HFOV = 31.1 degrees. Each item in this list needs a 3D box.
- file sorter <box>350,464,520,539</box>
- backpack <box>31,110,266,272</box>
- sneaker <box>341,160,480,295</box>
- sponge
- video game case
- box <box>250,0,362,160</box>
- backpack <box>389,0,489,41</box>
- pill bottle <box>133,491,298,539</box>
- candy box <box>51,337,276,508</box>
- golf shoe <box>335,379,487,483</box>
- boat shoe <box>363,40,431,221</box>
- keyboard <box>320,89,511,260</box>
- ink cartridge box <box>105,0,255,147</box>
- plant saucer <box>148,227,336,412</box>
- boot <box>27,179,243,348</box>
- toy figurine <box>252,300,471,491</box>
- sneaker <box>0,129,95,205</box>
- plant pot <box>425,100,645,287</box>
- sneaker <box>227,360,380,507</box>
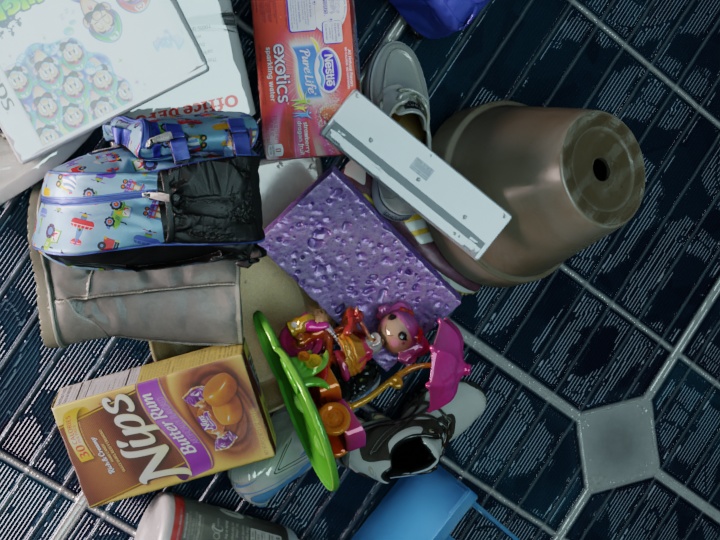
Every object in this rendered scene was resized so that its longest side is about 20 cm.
[{"bbox_3d":[0.068,0.326,1.395,0.123,0.139,0.200,41,84,-21],"label":"file sorter"},{"bbox_3d":[-0.197,-0.070,1.161,0.199,0.183,0.136,-6,100,-15],"label":"backpack"},{"bbox_3d":[0.065,-0.054,1.376,0.200,0.075,0.090,36,90,-19],"label":"sneaker"},{"bbox_3d":[0.000,0.000,1.331,0.111,0.030,0.200,-41,107,13],"label":"sponge"},{"bbox_3d":[-0.267,-0.224,1.196,0.199,0.024,0.183,-27,102,-4],"label":"video game case"},{"bbox_3d":[-0.051,-0.214,1.296,0.099,0.095,0.202,-4,99,4],"label":"box"},{"bbox_3d":[0.075,-0.363,1.293,0.200,0.168,0.163,44,72,-16],"label":"backpack"},{"bbox_3d":[-0.131,0.310,1.342,0.199,0.114,0.115,20,91,-19],"label":"pill bottle"},{"bbox_3d":[-0.195,0.153,1.302,0.199,0.057,0.117,-16,107,3],"label":"candy box"},{"bbox_3d":[0.070,0.179,1.378,0.199,0.094,0.078,-19,123,-31],"label":"golf shoe"},{"bbox_3d":[0.046,-0.154,1.322,0.070,0.070,0.201,11,65,-20],"label":"boat shoe"},{"bbox_3d":[0.055,-0.093,1.261,0.200,0.011,0.056,39,89,-5],"label":"keyboard"},{"bbox_3d":[-0.198,-0.233,1.266,0.145,0.086,0.201,-15,102,-13],"label":"ink cartridge box"},{"bbox_3d":[-0.125,0.052,1.351,0.199,0.035,0.202,-2,97,-17],"label":"plant saucer"},{"bbox_3d":[-0.217,-0.008,1.269,0.198,0.073,0.183,-5,103,5],"label":"boot"},{"bbox_3d":[0.013,0.093,1.295,0.183,0.150,0.201,-22,61,-13],"label":"toy figurine"},{"bbox_3d":[-0.347,-0.114,1.242,0.199,0.073,0.085,-35,108,-9],"label":"sneaker"},{"bbox_3d":[0.189,-0.090,1.327,0.199,0.173,0.202,5,81,-32],"label":"plant pot"},{"bbox_3d":[-0.057,0.169,1.378,0.200,0.072,0.073,-41,139,-14],"label":"sneaker"}]
